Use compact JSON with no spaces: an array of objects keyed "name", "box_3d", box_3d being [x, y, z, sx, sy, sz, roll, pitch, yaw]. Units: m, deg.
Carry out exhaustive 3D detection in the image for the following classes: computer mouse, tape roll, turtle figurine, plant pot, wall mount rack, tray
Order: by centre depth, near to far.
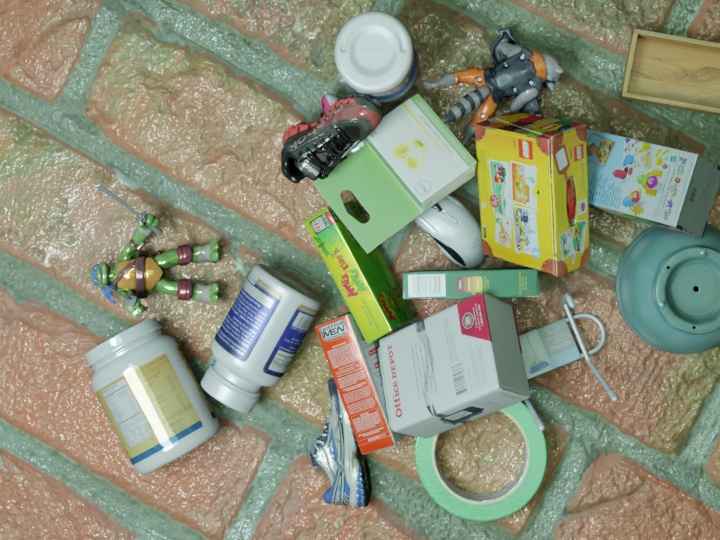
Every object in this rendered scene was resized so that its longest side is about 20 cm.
[{"name":"plant pot","box_3d":[0.474,0.026,1.683,0.197,0.134,0.203,0,92,6]},{"name":"wall mount rack","box_3d":[0.282,0.137,1.715,0.198,0.075,0.176,-21,75,-3]},{"name":"tray","box_3d":[0.490,-0.287,1.722,0.197,0.037,0.100,11,92,5]},{"name":"computer mouse","box_3d":[0.120,-0.086,1.736,0.200,0.044,0.110,41,71,-11]},{"name":"turtle figurine","box_3d":[-0.307,-0.006,1.745,0.191,0.145,0.201,1,135,-12]},{"name":"tape roll","box_3d":[0.181,0.273,1.764,0.198,0.048,0.203,0,91,6]}]

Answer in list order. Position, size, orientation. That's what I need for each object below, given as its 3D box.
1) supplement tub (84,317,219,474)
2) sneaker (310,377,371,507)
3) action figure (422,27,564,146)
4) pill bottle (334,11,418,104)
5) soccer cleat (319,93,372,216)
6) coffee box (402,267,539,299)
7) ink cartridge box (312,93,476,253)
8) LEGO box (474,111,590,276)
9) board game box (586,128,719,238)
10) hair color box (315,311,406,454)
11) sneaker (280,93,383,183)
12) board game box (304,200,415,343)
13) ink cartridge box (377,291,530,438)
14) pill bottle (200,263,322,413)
[{"name":"supplement tub","box_3d":[-0.316,0.188,1.764,0.144,0.145,0.202,-28,88,6]},{"name":"sneaker","box_3d":[-0.040,0.263,1.774,0.084,0.077,0.203,-8,90,10]},{"name":"action figure","box_3d":[0.216,-0.248,1.718,0.192,0.105,0.202,-28,92,7]},{"name":"pill bottle","box_3d":[0.028,-0.300,1.686,0.110,0.200,0.114,0,92,6]},{"name":"soccer cleat","box_3d":[0.007,-0.180,1.765,0.086,0.070,0.202,-24,93,-6]},{"name":"coffee box","box_3d":[0.162,0.020,1.721,0.197,0.123,0.045,-2,90,4]},{"name":"ink cartridge box","box_3d":[0.048,-0.142,1.687,0.199,0.048,0.146,-35,70,-10]},{"name":"LEGO box","box_3d":[0.243,-0.111,1.656,0.077,0.148,0.202,-21,116,-34]},{"name":"board game box","box_3d":[0.391,-0.126,1.658,0.199,0.103,0.106,20,95,38]},{"name":"hair color box","box_3d":[0.009,0.161,1.747,0.061,0.101,0.202,-20,89,22]},{"name":"sneaker","box_3d":[-0.045,-0.181,1.665,0.071,0.199,0.099,37,52,-29]},{"name":"board game box","box_3d":[0.000,0.000,1.741,0.047,0.101,0.202,-29,87,25]},{"name":"ink cartridge box","box_3d":[0.131,0.141,1.685,0.199,0.083,0.147,-27,59,35]},{"name":"pill bottle","box_3d":[-0.154,0.104,1.757,0.119,0.120,0.201,31,94,4]}]
